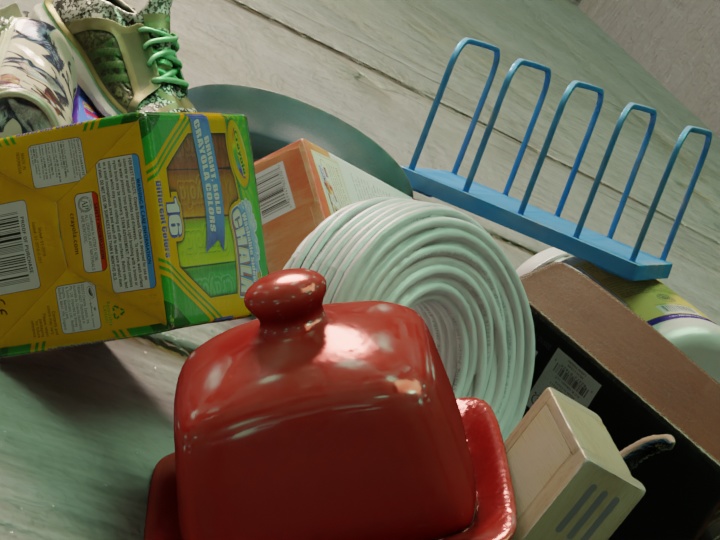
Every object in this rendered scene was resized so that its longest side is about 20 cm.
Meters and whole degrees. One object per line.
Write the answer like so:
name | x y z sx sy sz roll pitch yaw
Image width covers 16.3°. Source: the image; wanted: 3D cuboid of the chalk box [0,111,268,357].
chalk box | -0.131 -0.024 1.486 0.200 0.123 0.125 -12 93 -70

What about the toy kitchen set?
toy kitchen set | 0.142 0.213 1.357 0.199 0.181 0.163 30 17 -25

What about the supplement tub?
supplement tub | 0.201 0.073 1.975 0.145 0.146 0.200 27 8 -32

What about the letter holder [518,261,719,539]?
letter holder | 0.183 0.091 1.691 0.200 0.101 0.142 41 33 19

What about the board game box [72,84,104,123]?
board game box | -0.134 -0.057 1.830 0.199 0.045 0.135 32 15 -16

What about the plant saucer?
plant saucer | -0.057 -0.075 1.909 0.199 0.028 0.200 18 -23 8

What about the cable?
cable | 0.023 0.057 1.548 0.069 0.200 0.201 9 -44 43

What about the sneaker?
sneaker | -0.158 -0.154 1.809 0.200 0.089 0.077 42 15 21

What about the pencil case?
pencil case | -0.235 -0.111 1.696 0.090 0.077 0.200 58 8 -19

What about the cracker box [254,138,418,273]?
cracker box | 0.000 0.000 1.796 0.200 0.057 0.135 25 45 -58

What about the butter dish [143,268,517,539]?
butter dish | -0.027 0.071 1.331 0.198 0.149 0.200 -10 19 2

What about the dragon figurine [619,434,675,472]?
dragon figurine | 0.105 0.150 1.460 0.059 0.199 0.100 20 63 -57

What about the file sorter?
file sorter | 0.153 -0.085 1.924 0.199 0.123 0.139 23 7 16
